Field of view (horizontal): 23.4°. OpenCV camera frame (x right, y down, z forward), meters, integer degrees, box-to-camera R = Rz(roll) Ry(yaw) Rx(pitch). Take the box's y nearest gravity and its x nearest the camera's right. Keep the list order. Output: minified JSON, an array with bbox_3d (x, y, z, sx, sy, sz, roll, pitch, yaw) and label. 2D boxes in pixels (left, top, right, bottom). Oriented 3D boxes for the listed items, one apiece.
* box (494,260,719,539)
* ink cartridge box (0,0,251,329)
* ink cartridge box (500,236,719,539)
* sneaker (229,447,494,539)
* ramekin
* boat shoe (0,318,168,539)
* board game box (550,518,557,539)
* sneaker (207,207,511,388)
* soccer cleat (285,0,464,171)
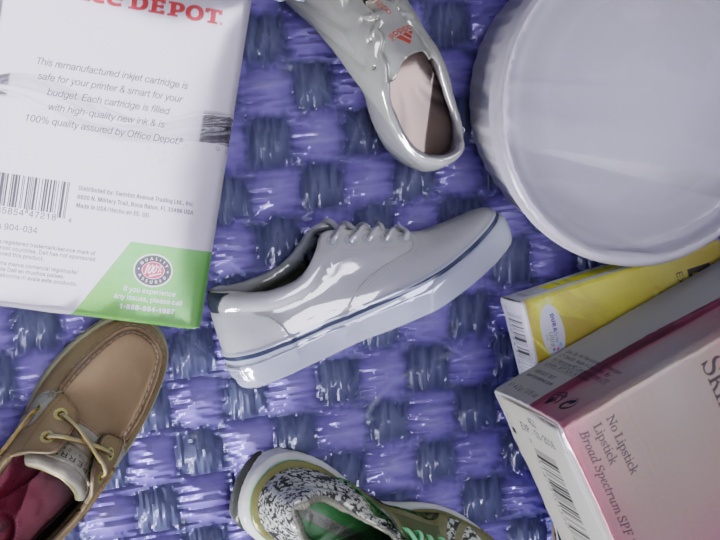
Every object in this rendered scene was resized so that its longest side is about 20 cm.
[{"bbox_3d":[0.204,0.089,1.050,0.199,0.109,0.128,-29,104,-11],"label":"box"},{"bbox_3d":[-0.154,-0.078,1.002,0.145,0.084,0.201,8,94,-20],"label":"ink cartridge box"},{"bbox_3d":[0.206,0.084,1.129,0.199,0.047,0.199,-17,100,-13],"label":"ink cartridge box"},{"bbox_3d":[0.016,0.178,1.090,0.199,0.089,0.077,22,89,-20],"label":"sneaker"},{"bbox_3d":[0.160,-0.107,1.100,0.201,0.094,0.204,-2,97,-19],"label":"ramekin"},{"bbox_3d":[-0.177,0.115,1.028,0.074,0.066,0.201,35,85,-19],"label":"boat shoe"},{"bbox_3d":[0.199,0.131,1.174,0.150,0.037,0.201,-9,99,-17],"label":"board game box"},{"bbox_3d":[0.000,0.000,1.071,0.199,0.073,0.071,-27,108,-13],"label":"sneaker"},{"bbox_3d":[0.006,-0.150,1.051,0.069,0.078,0.201,-35,106,-11],"label":"soccer cleat"}]
